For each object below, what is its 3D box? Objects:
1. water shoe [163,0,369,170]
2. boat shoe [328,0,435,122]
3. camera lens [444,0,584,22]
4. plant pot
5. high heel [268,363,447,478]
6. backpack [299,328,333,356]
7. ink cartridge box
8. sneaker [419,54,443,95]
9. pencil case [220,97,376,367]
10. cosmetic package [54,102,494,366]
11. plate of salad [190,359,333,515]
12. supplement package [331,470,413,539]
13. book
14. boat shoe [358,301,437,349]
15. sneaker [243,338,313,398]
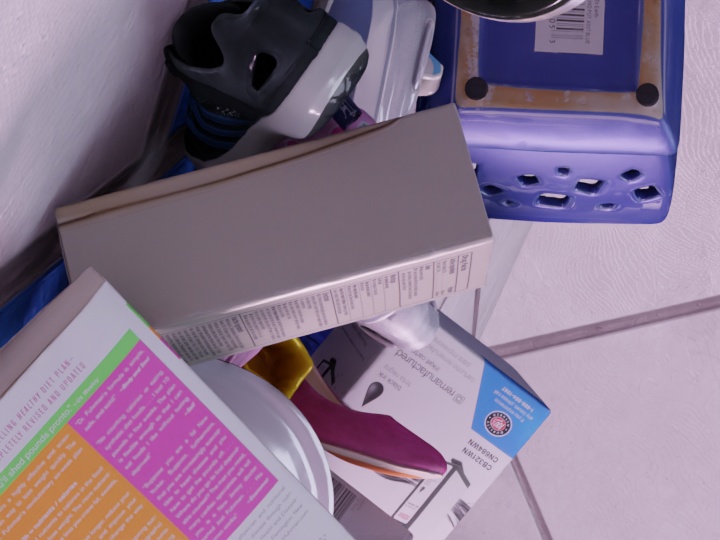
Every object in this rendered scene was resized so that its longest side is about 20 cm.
[{"bbox_3d":[-0.060,-0.103,0.849,0.072,0.079,0.200,-55,-166,-19],"label":"water shoe"},{"bbox_3d":[0.003,-0.076,1.048,0.072,0.068,0.203,13,-85,57],"label":"boat shoe"},{"bbox_3d":[0.111,-0.260,1.043,0.200,0.159,0.161,-53,167,-46],"label":"camera lens"},{"bbox_3d":[0.138,-0.153,1.213,0.180,0.197,0.203,79,15,-77],"label":"plant pot"},{"bbox_3d":[-0.021,0.070,1.138,0.097,0.198,0.067,-67,154,-10],"label":"high heel"},{"bbox_3d":[-0.006,0.116,1.353,0.164,0.199,0.168,-64,171,16],"label":"backpack"},{"bbox_3d":[0.015,0.126,1.229,0.201,0.145,0.084,-51,-154,6],"label":"ink cartridge box"},{"bbox_3d":[-0.020,-0.073,1.105,0.201,0.080,0.077,-60,172,-8],"label":"sneaker"},{"bbox_3d":[-0.056,-0.009,0.937,0.200,0.087,0.087,-46,173,9],"label":"pencil case"},{"bbox_3d":[-0.039,-0.010,0.835,0.198,0.074,0.104,-16,167,-3],"label":"cosmetic package"},{"bbox_3d":[-0.113,0.133,0.927,0.202,0.198,0.048,-65,-158,15],"label":"plate of salad"},{"bbox_3d":[-0.075,0.228,1.121,0.120,0.121,0.201,-48,173,-50],"label":"supplement package"},{"bbox_3d":[-0.103,0.114,0.784,0.134,0.200,0.048,-45,-150,-8],"label":"book"},{"bbox_3d":[0.000,0.000,1.150,0.072,0.069,0.200,-44,-154,-9],"label":"boat shoe"},{"bbox_3d":[-0.091,0.095,1.027,0.077,0.073,0.201,-19,-154,33],"label":"sneaker"}]
